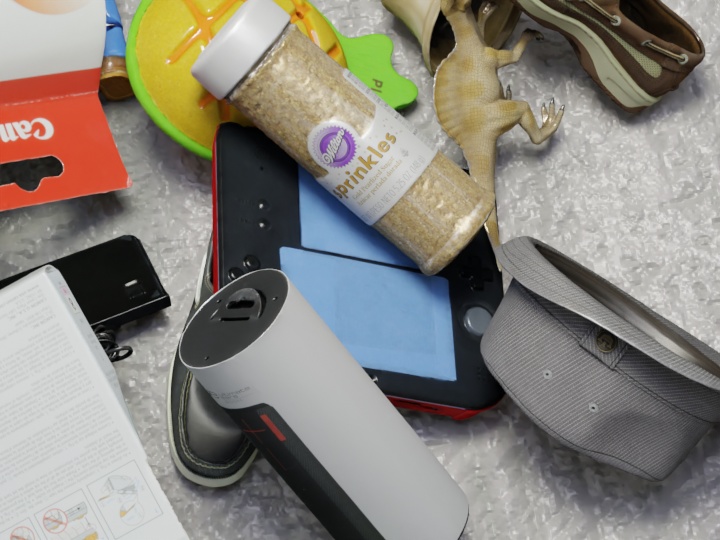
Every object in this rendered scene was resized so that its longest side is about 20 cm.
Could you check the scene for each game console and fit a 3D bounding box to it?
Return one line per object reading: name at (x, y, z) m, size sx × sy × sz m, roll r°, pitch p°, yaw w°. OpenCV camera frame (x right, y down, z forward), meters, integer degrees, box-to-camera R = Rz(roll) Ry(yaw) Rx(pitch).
game console at (0.000, 0.000, 1.717) m, size 0.200 × 0.031 × 0.177 m, roll 11°, pitch 63°, yaw -24°

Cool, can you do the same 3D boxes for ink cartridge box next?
ink cartridge box at (-0.211, 0.122, 1.668) m, size 0.162 × 0.057 × 0.200 m, roll -29°, pitch 94°, yaw 6°
ink cartridge box at (-0.225, -0.141, 1.716) m, size 0.162 × 0.050 × 0.200 m, roll -12°, pitch 77°, yaw -42°

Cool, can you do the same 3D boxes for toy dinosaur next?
toy dinosaur at (0.080, -0.102, 1.775) m, size 0.058 × 0.101 × 0.200 m, roll -4°, pitch 96°, yaw 40°

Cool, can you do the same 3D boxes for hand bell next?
hand bell at (0.005, -0.214, 1.849) m, size 0.200 × 0.104 × 0.104 m, roll 32°, pitch 67°, yaw 29°

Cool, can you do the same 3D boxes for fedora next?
fedora at (0.152, 0.065, 1.677) m, size 0.200 × 0.177 × 0.090 m, roll 32°, pitch 98°, yaw -2°

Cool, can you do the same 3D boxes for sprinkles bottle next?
sprinkles bottle at (-0.010, -0.084, 1.697) m, size 0.200 × 0.068 × 0.068 m, roll 40°, pitch 69°, yaw -7°

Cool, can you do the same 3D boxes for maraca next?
maraca at (-0.057, -0.124, 1.784) m, size 0.200 × 0.107 × 0.137 m, roll 17°, pitch 70°, yaw -16°

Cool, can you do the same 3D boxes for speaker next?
speaker at (-0.020, 0.092, 1.622) m, size 0.081 × 0.200 × 0.081 m, roll -28°, pitch 31°, yaw 18°

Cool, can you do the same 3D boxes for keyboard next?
keyboard at (-0.218, 0.049, 1.742) m, size 0.200 × 0.040 × 0.104 m, roll -21°, pitch 42°, yaw -8°

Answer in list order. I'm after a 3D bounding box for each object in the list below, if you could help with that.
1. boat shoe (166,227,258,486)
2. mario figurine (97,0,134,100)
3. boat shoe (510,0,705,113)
boat shoe at (-0.081, 0.037, 1.723) m, size 0.072 × 0.068 × 0.200 m, roll 11°, pitch 66°, yaw 3°
mario figurine at (-0.192, -0.208, 1.851) m, size 0.123 × 0.106 × 0.200 m, roll 8°, pitch 70°, yaw -37°
boat shoe at (0.148, -0.190, 1.767) m, size 0.075 × 0.202 × 0.075 m, roll -29°, pitch 38°, yaw 30°
